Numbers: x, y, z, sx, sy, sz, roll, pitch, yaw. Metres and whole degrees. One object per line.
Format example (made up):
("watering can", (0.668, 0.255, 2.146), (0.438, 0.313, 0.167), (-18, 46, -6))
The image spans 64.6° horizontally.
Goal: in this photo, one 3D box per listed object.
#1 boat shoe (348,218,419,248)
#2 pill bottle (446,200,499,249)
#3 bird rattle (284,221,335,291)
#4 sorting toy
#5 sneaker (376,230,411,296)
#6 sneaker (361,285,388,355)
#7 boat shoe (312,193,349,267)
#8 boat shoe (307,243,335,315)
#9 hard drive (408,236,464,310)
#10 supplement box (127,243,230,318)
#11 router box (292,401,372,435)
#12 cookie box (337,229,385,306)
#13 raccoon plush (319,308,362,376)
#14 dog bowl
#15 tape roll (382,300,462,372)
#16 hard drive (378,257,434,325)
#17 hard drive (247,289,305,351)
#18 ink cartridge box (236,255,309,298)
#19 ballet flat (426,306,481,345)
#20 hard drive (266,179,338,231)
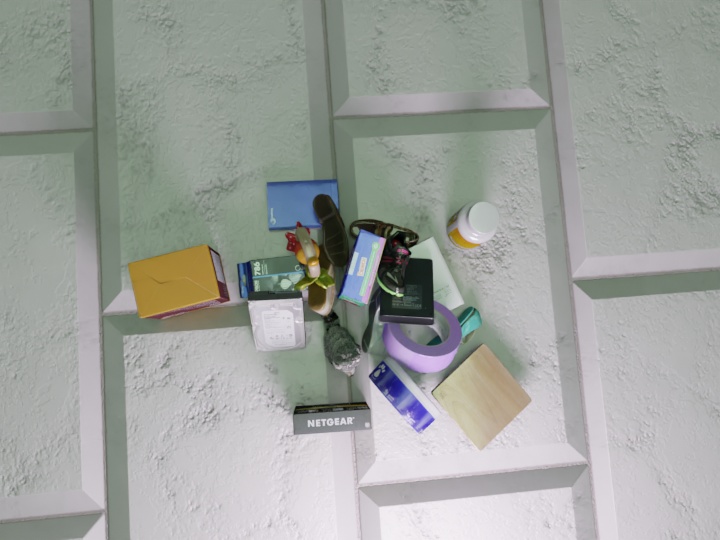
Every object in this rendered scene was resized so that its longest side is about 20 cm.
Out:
("boat shoe", (0.066, -0.103, 1.566), (0.196, 0.072, 0.074), (14, 83, -3))
("pill bottle", (0.303, -0.123, 1.521), (0.109, 0.200, 0.113), (0, 84, -4))
("bird rattle", (-0.132, -0.046, 1.462), (0.110, 0.164, 0.203), (-10, 69, -10))
("sorting toy", (0.321, 0.338, 1.543), (0.198, 0.070, 0.201), (-40, 88, -7))
("sneaker", (0.087, -0.023, 1.452), (0.076, 0.084, 0.203), (16, 48, -19))
("sneaker", (0.062, 0.132, 1.553), (0.079, 0.070, 0.204), (17, 83, -22))
("boat shoe", (-0.067, -0.108, 1.530), (0.071, 0.068, 0.204), (-16, 85, 17))
("boat shoe", (-0.102, 0.026, 1.542), (0.072, 0.069, 0.203), (-4, 62, 19))
("hard drive", (0.184, 0.027, 1.567), (0.130, 0.027, 0.203), (-26, 93, 4))
("supplement box", (-0.453, 0.034, 1.450), (0.194, 0.200, 0.135), (-15, 85, -6))
("router box", (-0.073, 0.378, 1.467), (0.196, 0.157, 0.053), (-3, 84, -4))
("cookie box", (0.000, 0.000, 1.487), (0.074, 0.200, 0.174), (18, 83, -2))
("raccoon plush", (-0.069, 0.184, 1.496), (0.096, 0.134, 0.201), (-38, 88, -6))
("dog bowl", (0.112, 0.318, 1.464), (0.079, 0.200, 0.200), (-42, 89, -5))
("tape roll", (0.158, 0.162, 1.466), (0.196, 0.066, 0.202), (9, 43, -8))
("hard drive", (0.121, 0.048, 1.477), (0.137, 0.033, 0.202), (3, 49, 2))
("hard drive", (-0.212, 0.133, 1.472), (0.137, 0.202, 0.038), (-2, 43, -5))
("ink cartridge box", (-0.237, 0.016, 1.550), (0.196, 0.039, 0.102), (-8, 86, -4))
("ballet flat", (0.257, 0.187, 1.558), (0.199, 0.067, 0.071), (-41, 102, -5))
("hard drive", (-0.159, -0.182, 1.581), (0.196, 0.025, 0.135), (-3, 85, -5))
